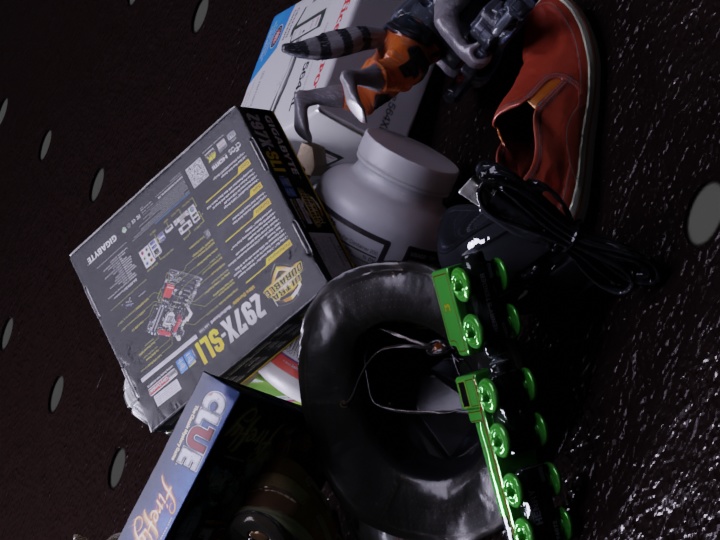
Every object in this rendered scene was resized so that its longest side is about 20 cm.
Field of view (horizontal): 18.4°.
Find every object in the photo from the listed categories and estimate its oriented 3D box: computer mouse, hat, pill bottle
[{"bbox_3d":[0.099,-0.008,1.446,0.053,0.138,0.200,-62,12,-12],"label":"computer mouse"},{"bbox_3d":[0.050,0.081,1.511,0.081,0.200,0.201,-30,-24,-58],"label":"hat"},{"bbox_3d":[0.000,0.000,1.667,0.201,0.112,0.113,-66,24,15],"label":"pill bottle"}]

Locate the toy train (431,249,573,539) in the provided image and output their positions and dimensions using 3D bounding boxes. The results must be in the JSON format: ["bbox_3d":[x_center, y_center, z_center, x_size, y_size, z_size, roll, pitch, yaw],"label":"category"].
[{"bbox_3d":[0.088,0.086,1.405,0.056,0.041,0.202,-17,87,64],"label":"toy train"}]

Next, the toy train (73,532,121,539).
[{"bbox_3d":[-0.138,0.216,1.723,0.116,0.198,0.085,-171,98,-71],"label":"toy train"}]

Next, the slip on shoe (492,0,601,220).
[{"bbox_3d":[0.124,-0.110,1.529,0.074,0.061,0.202,-44,33,52],"label":"slip on shoe"}]

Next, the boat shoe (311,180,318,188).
[{"bbox_3d":[-0.032,-0.040,1.840,0.199,0.073,0.067,7,66,57],"label":"boat shoe"}]

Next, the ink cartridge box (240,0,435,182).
[{"bbox_3d":[-0.020,-0.157,1.833,0.200,0.084,0.147,-20,46,63],"label":"ink cartridge box"}]

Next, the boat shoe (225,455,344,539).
[{"bbox_3d":[-0.038,0.198,1.581,0.201,0.075,0.074,73,-149,-58],"label":"boat shoe"}]

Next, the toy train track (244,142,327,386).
[{"bbox_3d":[-0.059,0.001,1.721,0.115,0.032,0.202,-8,-61,-66],"label":"toy train track"}]

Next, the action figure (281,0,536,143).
[{"bbox_3d":[0.049,-0.176,1.605,0.193,0.105,0.200,-36,-4,-22],"label":"action figure"}]

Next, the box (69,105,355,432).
[{"bbox_3d":[-0.111,0.000,1.648,0.200,0.049,0.161,-40,69,27],"label":"box"}]

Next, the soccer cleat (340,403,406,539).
[{"bbox_3d":[0.007,0.149,1.582,0.069,0.085,0.202,-36,42,54],"label":"soccer cleat"}]

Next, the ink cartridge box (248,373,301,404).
[{"bbox_3d":[-0.084,0.098,1.833,0.148,0.075,0.202,-10,64,64],"label":"ink cartridge box"}]

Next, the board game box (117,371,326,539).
[{"bbox_3d":[-0.086,0.153,1.571,0.034,0.200,0.136,27,91,25],"label":"board game box"}]

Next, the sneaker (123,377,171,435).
[{"bbox_3d":[-0.156,0.047,1.859,0.091,0.078,0.201,-53,34,22],"label":"sneaker"}]
